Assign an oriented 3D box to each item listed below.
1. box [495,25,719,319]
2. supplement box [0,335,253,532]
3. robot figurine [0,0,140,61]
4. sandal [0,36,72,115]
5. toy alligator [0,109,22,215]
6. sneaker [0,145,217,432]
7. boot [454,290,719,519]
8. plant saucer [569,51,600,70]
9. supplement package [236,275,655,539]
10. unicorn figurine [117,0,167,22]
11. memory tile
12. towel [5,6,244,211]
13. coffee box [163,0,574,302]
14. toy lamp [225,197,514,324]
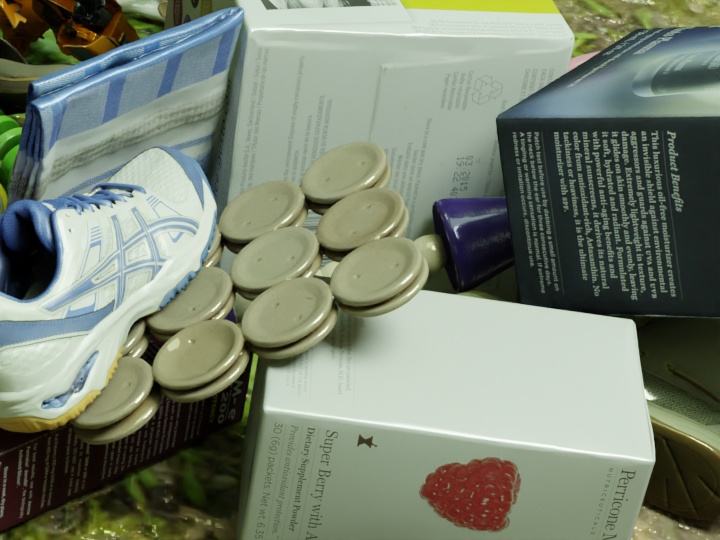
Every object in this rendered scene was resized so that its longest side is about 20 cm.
[{"bbox_3d":[0.211,-0.061,1.239,0.197,0.124,0.200,2,21,31],"label":"box"},{"bbox_3d":[-0.166,0.064,1.197,0.199,0.061,0.109,-23,47,-38],"label":"supplement box"},{"bbox_3d":[-0.217,-0.177,1.425,0.144,0.059,0.200,24,-5,19],"label":"robot figurine"},{"bbox_3d":[-0.237,-0.131,1.405,0.198,0.055,0.080,7,-9,29],"label":"sandal"},{"bbox_3d":[-0.203,-0.054,1.357,0.059,0.055,0.200,-23,48,-39],"label":"toy alligator"},{"bbox_3d":[-0.139,-0.012,1.137,0.075,0.089,0.201,-6,37,30],"label":"sneaker"},{"bbox_3d":[0.154,0.049,1.304,0.199,0.073,0.155,29,38,15],"label":"boot"},{"bbox_3d":[0.210,-0.079,1.515,0.198,0.051,0.201,9,35,-6],"label":"plant saucer"},{"bbox_3d":[0.041,0.093,1.164,0.198,0.122,0.120,7,35,-5],"label":"supplement package"},{"bbox_3d":[-0.116,-0.191,1.571,0.137,0.074,0.201,-11,54,-43],"label":"unicorn figurine"},{"bbox_3d":[-0.065,0.009,1.153,0.199,0.017,0.154,-24,33,2],"label":"memory tile"},{"bbox_3d":[-0.135,-0.050,1.234,0.146,0.201,0.024,-26,61,-33],"label":"towel"},{"bbox_3d":[-0.007,-0.111,1.366,0.198,0.201,0.198,-2,37,-17],"label":"coffee box"},{"bbox_3d":[0.000,0.000,1.288,0.198,0.059,0.058,-14,39,-7],"label":"toy lamp"}]
